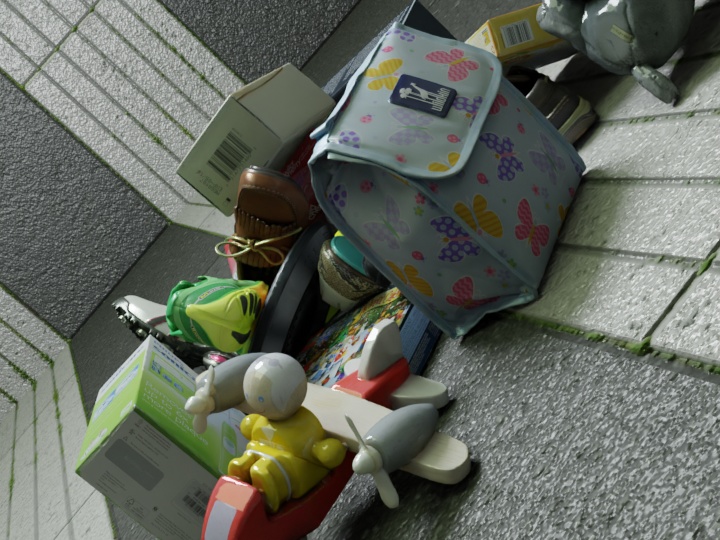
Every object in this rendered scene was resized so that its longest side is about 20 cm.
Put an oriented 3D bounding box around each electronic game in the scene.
[{"bbox_3d":[-0.069,0.048,1.168,0.200,0.041,0.202,21,-90,-80],"label":"electronic game"}]

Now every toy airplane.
[{"bbox_3d":[-0.030,0.104,0.853,0.198,0.142,0.200,-22,37,9],"label":"toy airplane"}]

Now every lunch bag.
[{"bbox_3d":[0.066,-0.080,0.943,0.127,0.200,0.170,-33,20,45],"label":"lunch bag"}]

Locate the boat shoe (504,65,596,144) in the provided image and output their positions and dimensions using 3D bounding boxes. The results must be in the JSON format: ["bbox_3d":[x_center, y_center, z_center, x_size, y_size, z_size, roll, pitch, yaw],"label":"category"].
[{"bbox_3d":[0.158,-0.160,1.132,0.075,0.073,0.200,-48,14,0],"label":"boat shoe"}]

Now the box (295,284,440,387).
[{"bbox_3d":[-0.006,0.082,1.059,0.199,0.038,0.137,-33,21,46],"label":"box"}]

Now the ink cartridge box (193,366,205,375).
[{"bbox_3d":[-0.180,0.128,1.395,0.200,0.067,0.116,-50,14,-2],"label":"ink cartridge box"}]

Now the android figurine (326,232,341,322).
[{"bbox_3d":[-0.051,0.016,1.366,0.182,0.041,0.200,-47,13,5],"label":"android figurine"}]

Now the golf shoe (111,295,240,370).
[{"bbox_3d":[-0.175,0.067,1.310,0.089,0.198,0.077,-60,-13,-19],"label":"golf shoe"}]

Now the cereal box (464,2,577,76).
[{"bbox_3d":[0.165,-0.221,1.157,0.142,0.040,0.200,-19,2,-10],"label":"cereal box"}]

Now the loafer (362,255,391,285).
[{"bbox_3d":[0.051,-0.067,1.061,0.201,0.070,0.068,-53,-14,-34],"label":"loafer"}]

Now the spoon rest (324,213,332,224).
[{"bbox_3d":[0.052,-0.088,1.152,0.198,0.061,0.100,-8,47,21],"label":"spoon rest"}]

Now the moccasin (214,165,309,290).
[{"bbox_3d":[-0.094,-0.030,1.144,0.202,0.073,0.078,112,178,-63],"label":"moccasin"}]

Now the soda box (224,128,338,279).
[{"bbox_3d":[-0.068,-0.057,1.285,0.200,0.063,0.071,-50,45,35],"label":"soda box"}]

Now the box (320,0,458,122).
[{"bbox_3d":[0.039,-0.182,1.391,0.200,0.148,0.107,-37,18,36],"label":"box"}]

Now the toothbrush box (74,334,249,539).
[{"bbox_3d":[-0.178,0.165,1.136,0.086,0.145,0.200,-46,14,6],"label":"toothbrush box"}]

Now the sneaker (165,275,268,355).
[{"bbox_3d":[-0.132,0.034,1.103,0.200,0.083,0.075,82,-154,-85],"label":"sneaker"}]

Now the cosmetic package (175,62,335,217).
[{"bbox_3d":[-0.103,-0.138,1.232,0.104,0.073,0.200,-50,3,21],"label":"cosmetic package"}]

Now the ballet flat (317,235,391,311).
[{"bbox_3d":[0.000,0.000,1.143,0.075,0.068,0.200,-50,-8,22],"label":"ballet flat"}]

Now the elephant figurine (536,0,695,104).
[{"bbox_3d":[0.252,-0.252,1.013,0.141,0.157,0.199,20,34,39],"label":"elephant figurine"}]
